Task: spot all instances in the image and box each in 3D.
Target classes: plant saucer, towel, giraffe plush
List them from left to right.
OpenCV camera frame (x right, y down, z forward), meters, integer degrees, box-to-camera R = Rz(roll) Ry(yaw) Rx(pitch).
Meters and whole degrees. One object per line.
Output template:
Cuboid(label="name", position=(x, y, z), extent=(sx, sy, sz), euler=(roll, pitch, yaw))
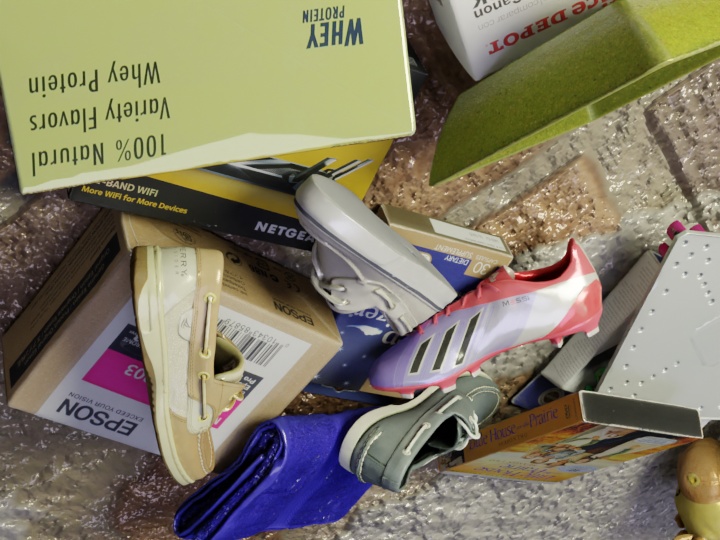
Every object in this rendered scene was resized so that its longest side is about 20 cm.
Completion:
Cuboid(label="towel", position=(-0.045, 0.174, 0.941), extent=(0.148, 0.050, 0.199), euler=(-46, 154, 26))
Cuboid(label="plant saucer", position=(0.157, -0.131, 0.715), extent=(0.199, 0.048, 0.199), euler=(-24, 179, -41))
Cuboid(label="giraffe plush", position=(0.390, 0.218, 1.127), extent=(0.161, 0.203, 0.172), euler=(-13, 173, 34))

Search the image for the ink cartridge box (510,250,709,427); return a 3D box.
Cuboid(label="ink cartridge box", position=(0.273, 0.093, 1.044), extent=(0.198, 0.041, 0.201), euler=(20, 120, -32))

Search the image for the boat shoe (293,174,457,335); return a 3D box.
Cuboid(label="boat shoe", position=(0.000, 0.000, 0.780), extent=(0.070, 0.071, 0.200), euler=(-44, 151, 6))

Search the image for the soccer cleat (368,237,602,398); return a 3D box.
Cuboid(label="soccer cleat", position=(0.095, 0.039, 0.888), extent=(0.198, 0.067, 0.077), euler=(-19, 103, 1))

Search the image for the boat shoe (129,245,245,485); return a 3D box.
Cuboid(label="boat shoe", position=(-0.111, 0.069, 0.761), extent=(0.065, 0.074, 0.202), euler=(-7, 132, -6))

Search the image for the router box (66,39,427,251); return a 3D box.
Cuboid(label="router box", position=(-0.077, -0.102, 0.741), extent=(0.198, 0.052, 0.158), euler=(11, 125, -27))

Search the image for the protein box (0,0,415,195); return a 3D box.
Cuboid(label="protein box", position=(-0.091, -0.160, 0.576), extent=(0.196, 0.135, 0.203), euler=(-10, 102, -11))

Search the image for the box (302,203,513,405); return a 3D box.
Cuboid(label="box", position=(0.025, 0.044, 0.920), extent=(0.120, 0.033, 0.201), euler=(13, 125, -29))

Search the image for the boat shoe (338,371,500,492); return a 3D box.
Cuboid(label="boat shoe", position=(0.066, 0.139, 0.946), extent=(0.199, 0.061, 0.074), euler=(-13, 125, -48))

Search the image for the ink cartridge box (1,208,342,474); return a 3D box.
Cuboid(label="ink cartridge box", position=(-0.140, 0.054, 0.840), extent=(0.199, 0.075, 0.165), euler=(25, 117, -36))

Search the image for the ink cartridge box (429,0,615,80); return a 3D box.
Cuboid(label="ink cartridge box", position=(0.095, -0.236, 0.665), extent=(0.145, 0.083, 0.201), euler=(-25, 133, 2))

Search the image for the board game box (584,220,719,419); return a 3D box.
Cuboid(label="board game box", position=(0.313, 0.049, 0.975), extent=(0.198, 0.026, 0.202), euler=(4, 127, -21))

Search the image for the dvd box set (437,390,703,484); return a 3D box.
Cuboid(label="dvd box set", position=(0.183, 0.155, 1.007), extent=(0.145, 0.030, 0.199), euler=(12, 153, -31))
